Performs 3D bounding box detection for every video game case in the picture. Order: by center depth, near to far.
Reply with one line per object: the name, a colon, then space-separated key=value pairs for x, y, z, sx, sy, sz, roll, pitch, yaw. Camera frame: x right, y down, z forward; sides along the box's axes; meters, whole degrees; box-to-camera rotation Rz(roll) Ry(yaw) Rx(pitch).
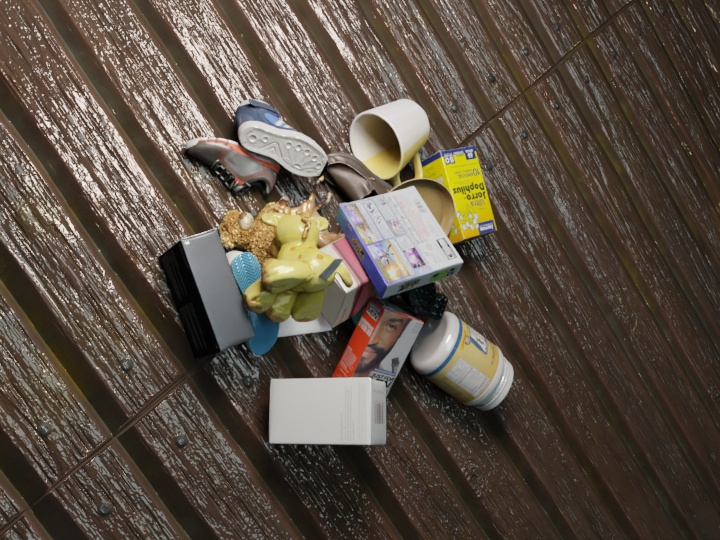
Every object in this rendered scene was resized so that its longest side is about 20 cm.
video game case: x=0.073 y=-0.059 z=1.382 sx=0.177 sy=0.046 sz=0.203 roll=-15 pitch=59 yaw=-28

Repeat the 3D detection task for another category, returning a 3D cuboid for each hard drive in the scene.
hard drive: x=-0.156 y=0.063 z=1.431 sx=0.195 sy=0.027 sz=0.136 roll=-4 pitch=82 yaw=-31

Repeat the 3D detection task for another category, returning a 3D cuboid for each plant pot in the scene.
plant pot: x=0.111 y=-0.112 z=1.564 sx=0.195 sy=0.028 sz=0.205 roll=-11 pitch=125 yaw=-16

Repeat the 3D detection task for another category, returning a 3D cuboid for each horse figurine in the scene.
horse figurine: x=-0.080 y=-0.096 z=1.495 sx=0.133 sy=0.050 sz=0.202 roll=-44 pitch=103 yaw=-30

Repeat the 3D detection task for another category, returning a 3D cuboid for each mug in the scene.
mug: x=0.075 y=-0.287 z=1.596 sx=0.147 sy=0.190 sz=0.153 roll=30 pitch=46 yaw=25

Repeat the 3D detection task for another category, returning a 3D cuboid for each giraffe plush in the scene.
giraffe plush: x=-0.118 y=-0.026 z=1.287 sx=0.171 sy=0.198 sz=0.165 roll=28 pitch=35 yaw=-48

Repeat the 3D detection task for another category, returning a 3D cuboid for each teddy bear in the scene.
teddy bear: x=-0.176 y=-0.061 z=1.404 sx=0.199 sy=0.067 sz=0.146 roll=39 pitch=62 yaw=-8

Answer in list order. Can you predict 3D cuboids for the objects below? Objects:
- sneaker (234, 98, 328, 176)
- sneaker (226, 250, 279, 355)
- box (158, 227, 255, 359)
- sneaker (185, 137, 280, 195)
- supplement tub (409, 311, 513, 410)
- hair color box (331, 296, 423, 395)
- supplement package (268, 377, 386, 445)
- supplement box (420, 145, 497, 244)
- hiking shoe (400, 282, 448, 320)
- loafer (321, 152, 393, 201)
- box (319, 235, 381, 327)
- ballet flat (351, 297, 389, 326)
sneaker: x=-0.158 y=-0.277 z=1.441 sx=0.196 sy=0.081 sz=0.148 roll=19 pitch=34 yaw=-24
sneaker: x=-0.208 y=0.059 z=1.345 sx=0.075 sy=0.080 sz=0.205 roll=-23 pitch=110 yaw=-33
box: x=-0.278 y=0.045 z=1.295 sx=0.077 sy=0.140 sz=0.205 roll=-20 pitch=91 yaw=-31
sneaker: x=-0.249 y=-0.198 z=1.404 sx=0.196 sy=0.077 sz=0.084 roll=15 pitch=79 yaw=-27
supplement tub: x=0.220 y=0.198 z=1.557 sx=0.198 sy=0.144 sz=0.147 roll=35 pitch=64 yaw=-20
hair color box: x=0.031 y=0.166 z=1.435 sx=0.109 sy=0.064 sz=0.204 roll=18 pitch=102 yaw=-35
supplement package: x=-0.059 y=0.262 z=1.334 sx=0.117 sy=0.194 sz=0.121 roll=36 pitch=53 yaw=-70
supplement box: x=0.217 y=-0.167 z=1.652 sx=0.107 sy=0.109 sz=0.206 roll=-14 pitch=87 yaw=-31
hiking shoe: x=0.111 y=0.053 z=1.460 sx=0.076 sy=0.085 sz=0.200 roll=-68 pitch=153 yaw=-12
loafer: x=-0.003 y=-0.181 z=1.533 sx=0.197 sy=0.073 sz=0.072 roll=26 pitch=42 yaw=-24
box: x=0.000 y=0.000 z=1.428 sx=0.198 sy=0.129 sz=0.109 roll=-29 pitch=67 yaw=-32
ballet flat: x=0.044 y=0.038 z=1.532 sx=0.071 sy=0.067 sz=0.200 roll=46 pitch=60 yaw=-7
